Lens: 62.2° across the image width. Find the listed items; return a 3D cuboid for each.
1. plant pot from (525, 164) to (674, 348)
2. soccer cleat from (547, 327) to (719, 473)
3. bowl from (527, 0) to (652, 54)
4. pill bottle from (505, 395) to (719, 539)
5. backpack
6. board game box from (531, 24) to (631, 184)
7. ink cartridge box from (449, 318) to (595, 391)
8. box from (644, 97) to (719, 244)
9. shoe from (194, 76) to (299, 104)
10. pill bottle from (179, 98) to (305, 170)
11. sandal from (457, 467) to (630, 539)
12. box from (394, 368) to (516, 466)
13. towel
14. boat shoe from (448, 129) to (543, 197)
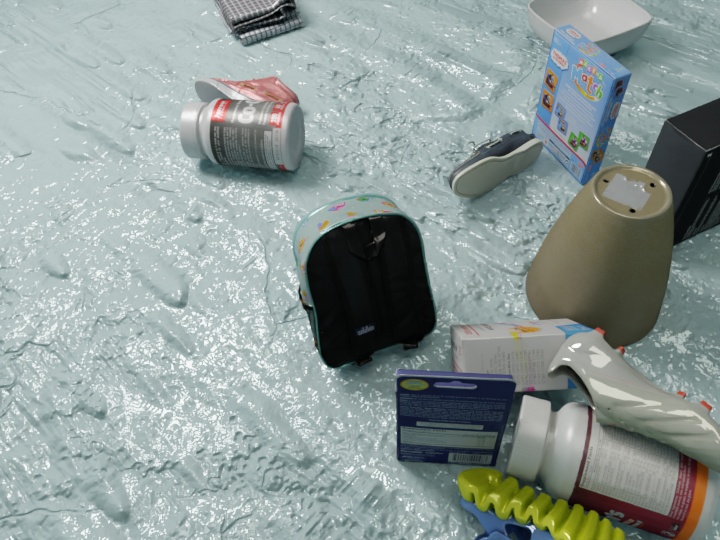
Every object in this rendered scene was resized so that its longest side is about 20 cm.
[{"bbox_3d":[0.325,-0.031,0.780,0.185,0.201,0.189,-2,52,3],"label":"plant pot"},{"bbox_3d":[0.284,0.142,0.607,0.077,0.070,0.200,-40,55,-11],"label":"soccer cleat"},{"bbox_3d":[0.460,-0.500,1.223,0.198,0.075,0.201,-23,53,-12],"label":"bowl"},{"bbox_3d":[0.267,0.210,0.651,0.198,0.110,0.110,14,54,15],"label":"pill bottle"},{"bbox_3d":[0.000,0.000,0.782,0.174,0.202,0.154,-16,36,-6],"label":"backpack"},{"bbox_3d":[0.348,-0.264,0.963,0.036,0.201,0.152,-20,53,-11],"label":"board game box"},{"bbox_3d":[0.175,0.104,0.732,0.197,0.115,0.069,-4,92,1],"label":"ink cartridge box"},{"bbox_3d":[0.476,-0.134,0.849,0.140,0.201,0.079,-24,54,-16],"label":"box"},{"bbox_3d":[-0.217,-0.337,1.153,0.198,0.072,0.091,26,56,16],"label":"shoe"},{"bbox_3d":[-0.205,-0.239,1.042,0.197,0.115,0.115,6,52,9],"label":"pill bottle"},{"bbox_3d":[0.185,0.277,0.605,0.199,0.088,0.079,15,8,41],"label":"sandal"},{"bbox_3d":[0.098,0.156,0.649,0.119,0.201,0.033,2,51,6],"label":"box"},{"bbox_3d":[-0.242,-0.613,1.361,0.164,0.086,0.201,-22,53,-12],"label":"towel"},{"bbox_3d":[0.217,-0.185,0.991,0.199,0.075,0.062,-30,57,-20],"label":"boat shoe"}]
